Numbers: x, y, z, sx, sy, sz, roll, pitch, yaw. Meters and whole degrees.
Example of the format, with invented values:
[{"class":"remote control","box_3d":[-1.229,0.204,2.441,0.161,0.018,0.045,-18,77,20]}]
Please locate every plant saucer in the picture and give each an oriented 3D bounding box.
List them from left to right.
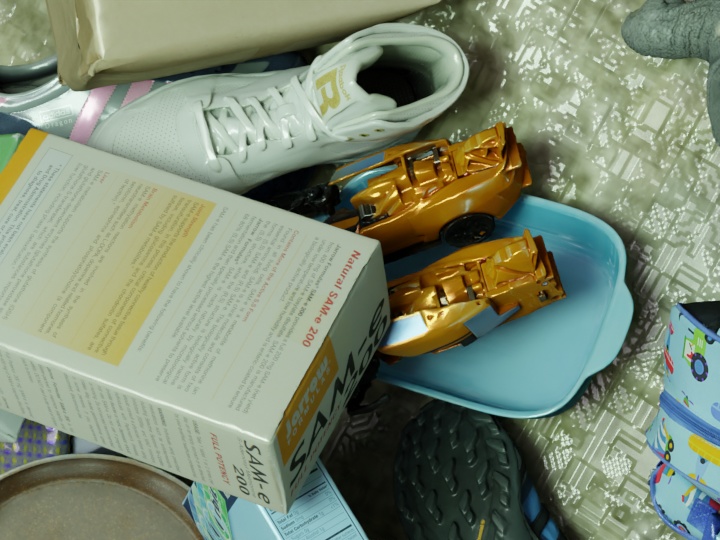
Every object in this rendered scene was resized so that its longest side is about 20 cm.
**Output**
[{"class":"plant saucer","box_3d":[-0.158,0.200,1.320,0.199,0.034,0.201,-1,96,-11]}]

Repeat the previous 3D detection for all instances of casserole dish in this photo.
[{"class":"casserole dish","box_3d":[0.056,0.015,1.256,0.199,0.039,0.121,15,74,27]}]

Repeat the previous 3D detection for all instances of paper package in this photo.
[{"class":"paper package","box_3d":[-0.075,-0.207,1.242,0.199,0.103,0.191,-12,91,-19]}]

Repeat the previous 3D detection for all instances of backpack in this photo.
[{"class":"backpack","box_3d":[0.218,0.087,1.099,0.182,0.200,0.135,28,99,24]}]

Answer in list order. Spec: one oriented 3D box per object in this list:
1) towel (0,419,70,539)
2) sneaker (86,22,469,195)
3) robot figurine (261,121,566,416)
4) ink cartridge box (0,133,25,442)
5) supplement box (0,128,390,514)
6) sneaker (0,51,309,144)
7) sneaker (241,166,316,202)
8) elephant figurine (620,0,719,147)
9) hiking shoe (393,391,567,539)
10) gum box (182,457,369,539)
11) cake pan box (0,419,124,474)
[{"class":"towel","box_3d":[-0.232,0.126,1.360,0.143,0.023,0.201,6,95,24]},{"class":"sneaker","box_3d":[-0.042,-0.086,1.221,0.116,0.199,0.074,-34,74,65]},{"class":"robot figurine","box_3d":[0.000,0.000,1.228,0.199,0.058,0.145,-21,57,11]},{"class":"ink cartridge box","box_3d":[-0.250,0.008,1.288,0.200,0.087,0.146,1,61,42]},{"class":"supplement box","box_3d":[-0.101,0.023,1.150,0.199,0.074,0.126,19,58,18]},{"class":"sneaker","box_3d":[-0.129,-0.107,1.307,0.199,0.070,0.082,-15,115,3]},{"class":"sneaker","box_3d":[-0.109,-0.027,1.308,0.078,0.070,0.200,36,73,25]},{"class":"elephant figurine","box_3d":[0.235,-0.079,1.156,0.200,0.155,0.142,-25,120,33]},{"class":"hiking shoe","box_3d":[0.078,0.154,1.234,0.074,0.087,0.200,-32,50,8]},{"class":"gum box","box_3d":[-0.018,0.180,1.218,0.044,0.170,0.200,-28,81,-16]},{"class":"cake pan box","box_3d":[-0.212,0.041,1.395,0.200,0.052,0.185,-25,74,23]}]
